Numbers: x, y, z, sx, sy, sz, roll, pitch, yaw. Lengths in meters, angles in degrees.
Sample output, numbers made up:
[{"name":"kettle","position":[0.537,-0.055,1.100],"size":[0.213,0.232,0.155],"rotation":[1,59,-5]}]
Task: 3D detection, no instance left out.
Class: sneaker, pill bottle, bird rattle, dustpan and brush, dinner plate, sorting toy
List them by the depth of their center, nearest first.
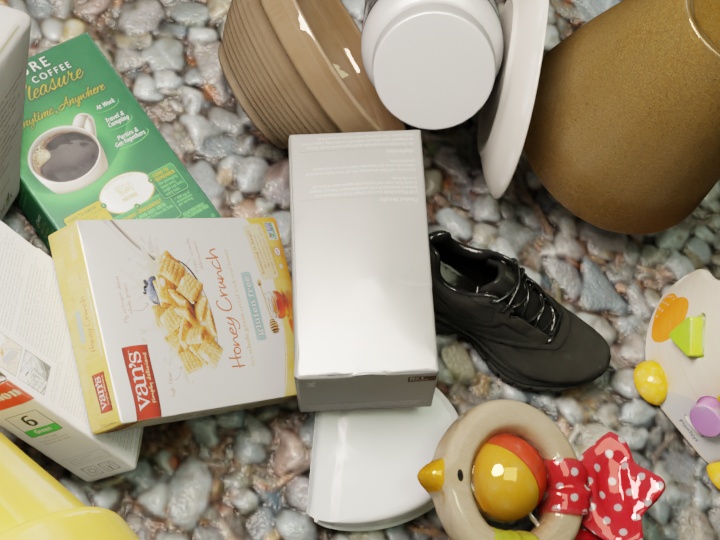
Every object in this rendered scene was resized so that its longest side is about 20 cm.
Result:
[{"name":"bird rattle","position":[0.128,0.171,1.032],"size":[0.200,0.113,0.163],"rotation":[-38,98,-25]},{"name":"dustpan and brush","position":[0.058,0.139,1.078],"size":[0.199,0.057,0.140],"rotation":[8,74,-8]},{"name":"sorting toy","position":[0.328,0.081,1.116],"size":[0.107,0.180,0.200],"rotation":[-35,80,-29]},{"name":"sneaker","position":[0.118,0.033,1.119],"size":[0.199,0.091,0.076],"rotation":[24,59,-8]},{"name":"pill bottle","position":[0.058,-0.195,1.138],"size":[0.116,0.116,0.200],"rotation":[22,25,-8]},{"name":"dinner plate","position":[0.122,-0.159,1.148],"size":[0.024,0.200,0.201],"rotation":[11,63,-3]}]

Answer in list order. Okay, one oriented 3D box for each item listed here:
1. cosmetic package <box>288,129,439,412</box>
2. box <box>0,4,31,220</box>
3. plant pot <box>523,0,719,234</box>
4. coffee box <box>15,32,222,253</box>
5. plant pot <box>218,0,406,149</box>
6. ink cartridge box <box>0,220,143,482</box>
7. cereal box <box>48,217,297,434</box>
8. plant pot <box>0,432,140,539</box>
[{"name":"cosmetic package","position":[0.000,0.000,1.037],"size":[0.106,0.090,0.201],"rotation":[-1,68,-1]},{"name":"box","position":[-0.350,-0.085,0.925],"size":[0.198,0.172,0.200],"rotation":[17,41,-1]},{"name":"plant pot","position":[0.251,-0.154,1.109],"size":[0.186,0.200,0.187],"rotation":[7,65,-17]},{"name":"coffee box","position":[-0.212,-0.080,1.085],"size":[0.123,0.044,0.200],"rotation":[-33,80,-29]},{"name":"plant pot","position":[-0.051,-0.165,1.125],"size":[0.093,0.201,0.201],"rotation":[-30,75,13]},{"name":"ink cartridge box","position":[-0.225,0.051,0.944],"size":[0.200,0.050,0.109],"rotation":[44,38,-42]},{"name":"cereal box","position":[-0.124,0.034,1.006],"size":[0.200,0.039,0.144],"rotation":[-5,77,-51]},{"name":"plant pot","position":[-0.248,0.194,0.874],"size":[0.200,0.201,0.189],"rotation":[-29,62,-27]}]
